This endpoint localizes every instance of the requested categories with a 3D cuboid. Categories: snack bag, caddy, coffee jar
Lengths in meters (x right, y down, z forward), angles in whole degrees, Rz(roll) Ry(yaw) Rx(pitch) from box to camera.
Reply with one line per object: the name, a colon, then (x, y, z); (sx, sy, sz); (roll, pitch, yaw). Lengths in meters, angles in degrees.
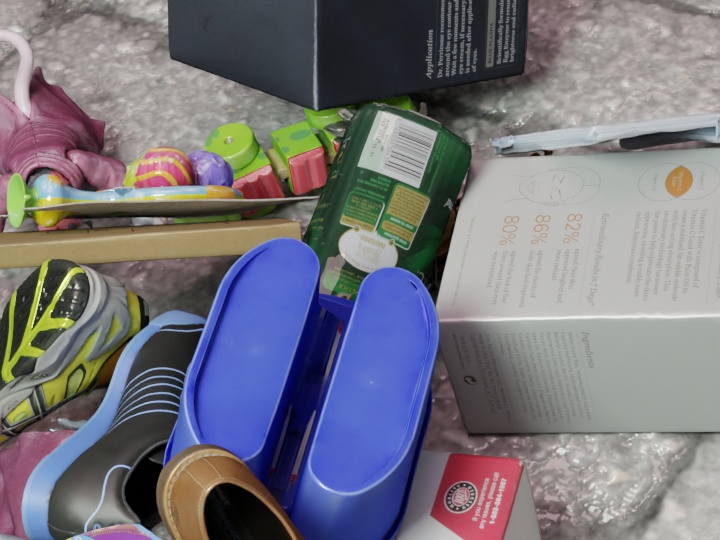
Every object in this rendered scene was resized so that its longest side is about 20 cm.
snack bag: (0.206, -0.090, 1.232); (0.199, 0.022, 0.189); (-6, 3, -15)
caddy: (-0.031, 0.080, 1.065); (0.141, 0.105, 0.201); (16, 51, 2)
coffee jar: (0.000, 0.000, 1.213); (0.085, 0.104, 0.201); (22, 79, -4)

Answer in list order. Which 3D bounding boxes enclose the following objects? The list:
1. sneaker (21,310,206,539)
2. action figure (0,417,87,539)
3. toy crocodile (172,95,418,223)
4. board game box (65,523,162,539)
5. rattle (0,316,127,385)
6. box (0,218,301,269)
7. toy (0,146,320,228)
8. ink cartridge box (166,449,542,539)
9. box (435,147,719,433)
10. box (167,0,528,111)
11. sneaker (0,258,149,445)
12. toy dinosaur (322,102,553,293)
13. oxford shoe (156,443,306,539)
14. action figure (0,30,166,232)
sneaker: (-0.119, 0.098, 1.118); (0.078, 0.070, 0.200); (8, 39, 23)
action figure: (-0.189, 0.197, 1.142); (0.148, 0.134, 0.200); (5, 39, -15)
toy crocodile: (-0.050, -0.081, 1.385); (0.199, 0.068, 0.062); (-24, 44, -7)
board game box: (-0.112, 0.227, 0.974); (0.200, 0.039, 0.158); (35, 73, 2)
rattle: (-0.266, 0.024, 1.347); (0.142, 0.131, 0.200); (-25, 18, -20)
box: (-0.144, -0.019, 1.234); (0.199, 0.021, 0.163); (-3, 3, -8)
toy: (-0.142, -0.058, 1.272); (0.199, 0.047, 0.115); (-6, 1, -30)
ink cartridge box: (-0.008, 0.180, 1.089); (0.199, 0.086, 0.148); (2, 47, 22)
box: (0.162, 0.013, 1.188); (0.199, 0.107, 0.153); (-1, 44, 18)
box: (-0.011, -0.206, 1.394); (0.199, 0.118, 0.196); (-13, 24, -35)
sneaker: (-0.210, 0.072, 1.184); (0.200, 0.076, 0.076); (-37, 51, 33)
toy dinosaur: (0.036, -0.037, 1.316); (0.199, 0.102, 0.136); (-11, 55, -19)
oxford shoe: (-0.033, 0.180, 0.952); (0.071, 0.200, 0.071); (-39, 14, -12)
action figure: (-0.229, -0.088, 1.393); (0.133, 0.150, 0.200); (-17, 28, -9)
